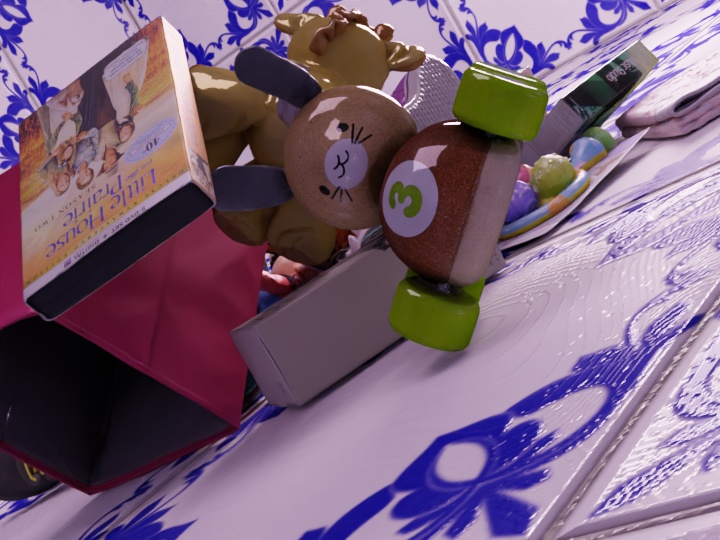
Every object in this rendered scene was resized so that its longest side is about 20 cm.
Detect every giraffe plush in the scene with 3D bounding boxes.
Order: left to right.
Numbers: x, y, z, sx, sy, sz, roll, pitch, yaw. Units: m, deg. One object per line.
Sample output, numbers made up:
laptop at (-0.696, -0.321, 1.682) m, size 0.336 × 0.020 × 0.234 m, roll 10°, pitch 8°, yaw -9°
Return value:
giraffe plush at (-0.042, -0.130, 0.981) m, size 0.200 × 0.172 × 0.163 m, roll -47°, pitch 6°, yaw 48°

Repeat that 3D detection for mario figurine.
mario figurine at (-0.104, 0.023, 1.346) m, size 0.199 × 0.107 × 0.123 m, roll -36°, pitch 6°, yaw -26°

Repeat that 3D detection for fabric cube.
fabric cube at (-0.214, 0.029, 1.024) m, size 0.195 × 0.199 × 0.201 m, roll -26°, pitch 43°, yaw 36°

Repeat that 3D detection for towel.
towel at (0.336, -0.180, 1.145) m, size 0.198 × 0.032 × 0.191 m, roll -31°, pitch 6°, yaw 1°

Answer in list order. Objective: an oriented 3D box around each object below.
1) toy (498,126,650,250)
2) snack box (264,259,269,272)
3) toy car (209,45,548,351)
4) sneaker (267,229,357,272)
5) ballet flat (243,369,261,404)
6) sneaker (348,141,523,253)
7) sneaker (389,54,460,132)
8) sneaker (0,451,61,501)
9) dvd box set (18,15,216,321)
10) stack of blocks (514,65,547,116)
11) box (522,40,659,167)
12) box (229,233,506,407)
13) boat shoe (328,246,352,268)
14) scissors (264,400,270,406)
toy at (0.156, -0.074, 1.093) m, size 0.199 × 0.048 × 0.115 m, roll -36°, pitch 6°, yaw -42°
snack box at (-0.191, 0.034, 1.366) m, size 0.199 × 0.170 × 0.067 m, roll -35°, pitch 43°, yaw -25°
toy car at (0.002, -0.067, 0.816) m, size 0.158 × 0.198 × 0.166 m, roll -55°, pitch -18°, yaw -76°
sneaker at (-0.044, -0.036, 1.251) m, size 0.197 × 0.079 × 0.112 m, roll 2°, pitch 2°, yaw -20°
ballet flat at (-0.136, 0.099, 1.118) m, size 0.199 × 0.070 × 0.071 m, roll -28°, pitch -13°, yaw 34°
sneaker at (0.074, -0.051, 1.124) m, size 0.200 × 0.077 × 0.092 m, roll -45°, pitch 33°, yaw 25°
sneaker at (0.031, -0.090, 1.074) m, size 0.114 × 0.072 × 0.201 m, roll -44°, pitch 14°, yaw 31°
sneaker at (-0.284, 0.160, 1.216) m, size 0.199 × 0.075 × 0.085 m, roll -30°, pitch -2°, yaw 7°
dvd box set at (-0.176, -0.076, 0.887) m, size 0.145 × 0.029 × 0.201 m, roll -33°, pitch 42°, yaw 15°
stack of blocks at (0.086, -0.142, 1.280) m, size 0.198 × 0.059 × 0.115 m, roll -15°, pitch 15°, yaw 38°
box at (0.207, -0.141, 1.258) m, size 0.200 × 0.036 × 0.145 m, roll -40°, pitch -8°, yaw -49°
box at (0.006, 0.021, 0.960) m, size 0.199 × 0.069 × 0.082 m, roll -32°, pitch 5°, yaw -21°
boat shoe at (0.000, 0.000, 1.226) m, size 0.199 × 0.057 × 0.068 m, roll -35°, pitch 8°, yaw -36°
scissors at (-0.007, 0.053, 1.032) m, size 0.073 × 0.014 × 0.200 m, roll -25°, pitch 7°, yaw 32°
